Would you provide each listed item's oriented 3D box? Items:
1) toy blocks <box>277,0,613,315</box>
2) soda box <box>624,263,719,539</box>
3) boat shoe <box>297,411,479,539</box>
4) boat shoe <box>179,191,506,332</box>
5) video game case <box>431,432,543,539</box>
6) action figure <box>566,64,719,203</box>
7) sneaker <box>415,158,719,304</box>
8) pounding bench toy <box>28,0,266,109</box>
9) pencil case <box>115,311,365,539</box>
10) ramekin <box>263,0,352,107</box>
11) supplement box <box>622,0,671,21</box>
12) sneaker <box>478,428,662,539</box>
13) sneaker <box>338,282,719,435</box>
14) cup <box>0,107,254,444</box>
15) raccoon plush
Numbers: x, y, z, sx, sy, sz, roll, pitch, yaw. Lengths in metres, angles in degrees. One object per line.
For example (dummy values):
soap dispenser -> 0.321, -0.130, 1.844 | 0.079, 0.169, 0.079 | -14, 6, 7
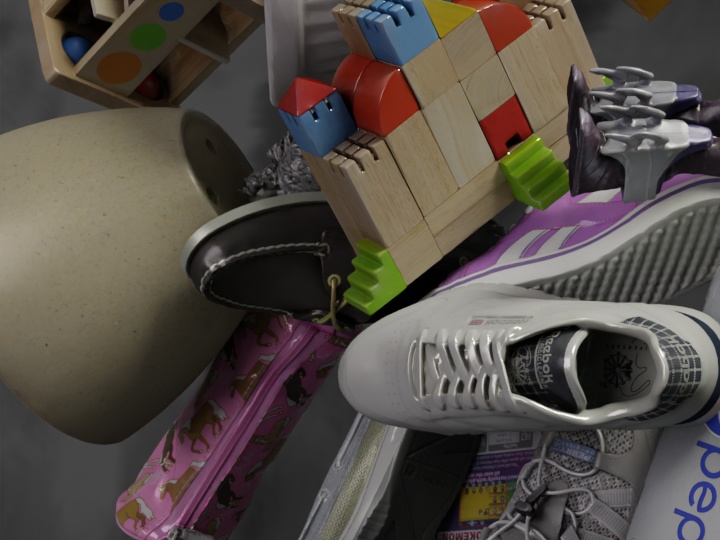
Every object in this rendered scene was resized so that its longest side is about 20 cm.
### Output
toy blocks -> 0.040, -0.095, 0.762 | 0.200, 0.137, 0.100 | -38, 31, -14
soda box -> 0.180, 0.104, 0.708 | 0.068, 0.063, 0.201 | 16, 86, 48
boat shoe -> -0.002, 0.148, 0.839 | 0.065, 0.074, 0.203 | 22, 87, 52
boat shoe -> 0.000, 0.000, 0.835 | 0.061, 0.200, 0.072 | 67, 147, 34
video game case -> 0.077, 0.117, 0.838 | 0.199, 0.023, 0.183 | -12, 67, 41
action figure -> 0.198, -0.063, 0.701 | 0.199, 0.070, 0.131 | 0, 45, 4
sneaker -> 0.109, -0.018, 0.805 | 0.200, 0.073, 0.115 | -24, 41, 13
pounding bench toy -> -0.170, -0.231, 1.140 | 0.156, 0.124, 0.201 | -40, 51, 28
pencil case -> -0.077, 0.094, 0.956 | 0.086, 0.083, 0.201 | 42, 105, 39
ramekin -> -0.011, -0.195, 0.845 | 0.094, 0.203, 0.203 | -4, 65, -3
supplement box -> 0.112, -0.280, 0.802 | 0.133, 0.200, 0.197 | -42, 47, 3
sneaker -> 0.099, 0.131, 0.734 | 0.075, 0.082, 0.201 | 6, 79, 45
sneaker -> 0.069, 0.043, 0.704 | 0.199, 0.080, 0.077 | -6, 89, 30
cup -> -0.134, -0.018, 0.894 | 0.143, 0.200, 0.201 | -29, 55, 16
raccoon plush -> -0.037, -0.080, 0.941 | 0.200, 0.134, 0.097 | 38, 103, 45
